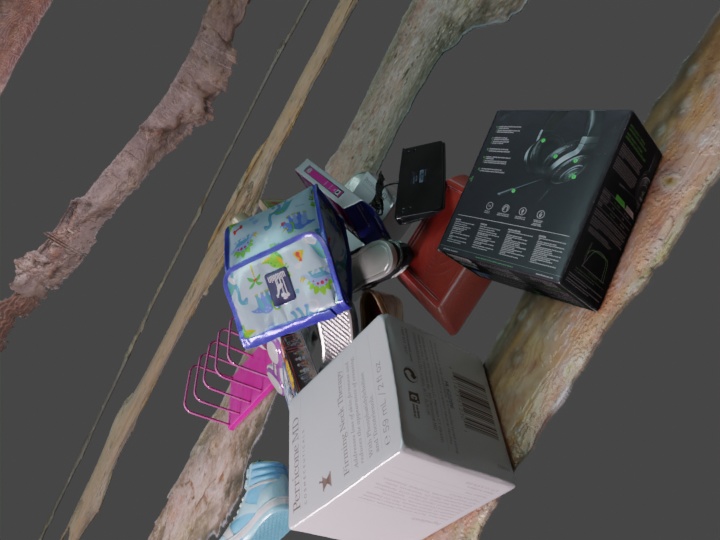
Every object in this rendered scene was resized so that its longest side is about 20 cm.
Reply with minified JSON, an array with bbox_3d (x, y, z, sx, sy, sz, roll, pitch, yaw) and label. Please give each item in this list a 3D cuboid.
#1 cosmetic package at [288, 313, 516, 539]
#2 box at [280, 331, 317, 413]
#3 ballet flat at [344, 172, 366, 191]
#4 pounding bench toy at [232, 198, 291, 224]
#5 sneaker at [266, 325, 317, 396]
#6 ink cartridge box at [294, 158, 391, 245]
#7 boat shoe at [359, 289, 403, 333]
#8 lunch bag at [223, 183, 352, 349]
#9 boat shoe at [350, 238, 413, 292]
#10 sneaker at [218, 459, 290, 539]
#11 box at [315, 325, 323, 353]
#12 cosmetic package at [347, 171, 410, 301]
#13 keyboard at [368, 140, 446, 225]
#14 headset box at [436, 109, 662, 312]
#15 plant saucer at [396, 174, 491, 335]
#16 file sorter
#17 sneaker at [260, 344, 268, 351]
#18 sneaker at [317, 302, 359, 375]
[{"bbox_3d":[0.036,0.194,0.632,0.200,0.165,0.169,-46,33,31],"label":"cosmetic package"},{"bbox_3d":[-0.081,0.213,0.843,0.201,0.039,0.138,-118,24,-45],"label":"box"},{"bbox_3d":[-0.042,-0.119,1.131,0.200,0.069,0.070,-40,36,33],"label":"ballet flat"},{"bbox_3d":[-0.158,-0.035,1.028,0.124,0.198,0.158,46,128,37],"label":"pounding bench toy"},{"bbox_3d":[-0.117,0.162,0.991,0.075,0.099,0.201,46,148,24],"label":"sneaker"},{"bbox_3d":[-0.028,-0.104,0.889,0.037,0.095,0.200,-43,49,-9],"label":"ink cartridge box"},{"bbox_3d":[0.027,0.112,0.813,0.074,0.069,0.202,-44,34,32],"label":"boat shoe"},{"bbox_3d":[-0.103,0.000,0.795,0.168,0.128,0.202,-22,53,15],"label":"lunch bag"},{"bbox_3d":[0.000,0.000,0.874,0.198,0.060,0.077,-13,85,46],"label":"boat shoe"},{"bbox_3d":[-0.181,0.402,0.920,0.200,0.079,0.131,-43,36,16],"label":"sneaker"},{"bbox_3d":[-0.053,0.104,0.985,0.042,0.038,0.201,-54,30,19],"label":"box"},{"bbox_3d":[0.001,-0.058,0.964,0.201,0.071,0.102,-55,49,14],"label":"cosmetic package"},{"bbox_3d":[0.076,-0.140,0.876,0.125,0.021,0.201,-9,40,17],"label":"keyboard"},{"bbox_3d":[0.209,-0.081,0.616,0.173,0.092,0.202,19,84,51],"label":"headset box"},{"bbox_3d":[0.132,-0.038,0.797,0.201,0.036,0.200,-58,30,10],"label":"plant saucer"},{"bbox_3d":[-0.277,0.217,1.176,0.200,0.124,0.140,-47,32,28],"label":"file sorter"},{"bbox_3d":[-0.144,0.069,0.962,0.089,0.202,0.075,5,38,15],"label":"sneaker"},{"bbox_3d":[-0.027,0.124,0.859,0.082,0.073,0.203,-59,-28,-70],"label":"sneaker"}]
